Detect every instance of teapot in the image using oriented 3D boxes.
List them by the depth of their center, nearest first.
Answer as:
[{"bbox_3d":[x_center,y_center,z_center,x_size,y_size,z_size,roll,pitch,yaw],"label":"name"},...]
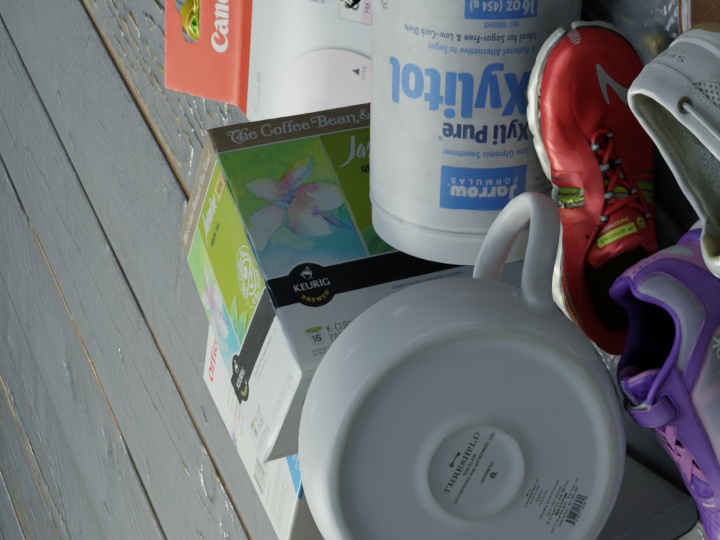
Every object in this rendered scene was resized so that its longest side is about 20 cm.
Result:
[{"bbox_3d":[0.052,0.083,0.905,0.146,0.198,0.199,-117,5,-71],"label":"teapot"}]

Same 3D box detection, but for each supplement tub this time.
[{"bbox_3d":[0.070,-0.120,0.981,0.132,0.130,0.203,41,137,54],"label":"supplement tub"}]

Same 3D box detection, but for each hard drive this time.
[{"bbox_3d":[0.101,0.140,1.010,0.200,0.131,0.027,32,140,55],"label":"hard drive"}]

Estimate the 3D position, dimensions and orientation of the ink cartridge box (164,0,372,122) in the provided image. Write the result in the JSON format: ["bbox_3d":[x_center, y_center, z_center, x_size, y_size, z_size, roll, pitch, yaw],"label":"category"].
[{"bbox_3d":[-0.068,-0.180,1.221,0.057,0.197,0.164,-66,-15,-54],"label":"ink cartridge box"}]

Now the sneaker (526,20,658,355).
[{"bbox_3d":[0.145,-0.044,0.901,0.085,0.076,0.202,-112,10,-62],"label":"sneaker"}]

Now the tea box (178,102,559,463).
[{"bbox_3d":[0.000,0.000,1.108,0.198,0.198,0.134,65,153,26],"label":"tea box"}]

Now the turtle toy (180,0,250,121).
[{"bbox_3d":[-0.090,-0.214,1.341,0.146,0.100,0.202,-125,31,-54],"label":"turtle toy"}]

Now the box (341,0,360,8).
[{"bbox_3d":[-0.034,-0.312,1.082,0.200,0.086,0.164,41,148,8],"label":"box"}]

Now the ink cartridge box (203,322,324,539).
[{"bbox_3d":[-0.025,0.091,1.274,0.201,0.143,0.148,59,149,38],"label":"ink cartridge box"}]

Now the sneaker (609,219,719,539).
[{"bbox_3d":[0.183,0.076,0.864,0.080,0.087,0.203,-3,98,65],"label":"sneaker"}]

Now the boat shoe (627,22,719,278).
[{"bbox_3d":[0.193,-0.018,0.760,0.201,0.069,0.071,56,157,-1],"label":"boat shoe"}]

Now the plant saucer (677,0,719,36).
[{"bbox_3d":[0.214,-0.124,0.775,0.200,0.032,0.203,38,133,56],"label":"plant saucer"}]
